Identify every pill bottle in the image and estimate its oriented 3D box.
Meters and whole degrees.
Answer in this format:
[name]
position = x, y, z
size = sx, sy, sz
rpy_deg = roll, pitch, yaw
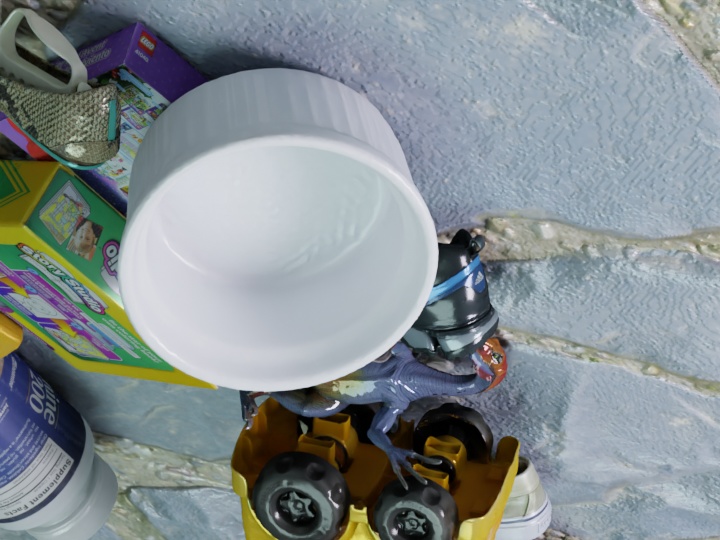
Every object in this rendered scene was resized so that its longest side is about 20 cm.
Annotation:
[pill bottle]
position = -0.278, 0.132, 1.977
size = 0.110, 0.112, 0.200
rpy_deg = -8, 140, 33

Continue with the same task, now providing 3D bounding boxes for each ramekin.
[ramekin]
position = -0.055, -0.030, 1.592
size = 0.199, 0.098, 0.201
rpy_deg = -4, 129, -5

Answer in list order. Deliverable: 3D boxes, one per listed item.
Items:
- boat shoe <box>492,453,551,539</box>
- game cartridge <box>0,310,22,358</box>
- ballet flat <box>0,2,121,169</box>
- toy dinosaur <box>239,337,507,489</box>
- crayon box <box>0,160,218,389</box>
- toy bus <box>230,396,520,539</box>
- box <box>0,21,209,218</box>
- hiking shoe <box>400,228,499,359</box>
[boat shoe]
position = 0.050, 0.167, 1.938
size = 0.199, 0.072, 0.062
rpy_deg = -1, 119, 20
[game cartridge]
position = -0.373, 0.040, 1.813
size = 0.176, 0.033, 0.200
rpy_deg = -31, 136, 25
[ballet flat]
position = -0.223, -0.133, 1.586
size = 0.199, 0.068, 0.076
rpy_deg = 28, 120, 29
[toy dinosaur]
position = 0.007, 0.061, 1.808
size = 0.180, 0.200, 0.106
rpy_deg = -4, 119, -16
[crayon box]
position = -0.202, 0.001, 1.759
size = 0.172, 0.059, 0.200
rpy_deg = 3, 149, 48
[toy bus]
position = 0.010, 0.200, 1.861
size = 0.199, 0.136, 0.193
rpy_deg = 9, 118, 15
[box]
position = -0.126, -0.073, 1.670
size = 0.136, 0.039, 0.200
rpy_deg = -19, 134, 41
[hiking shoe]
position = 0.000, 0.000, 1.715
size = 0.199, 0.074, 0.087
rpy_deg = 5, 119, 23
